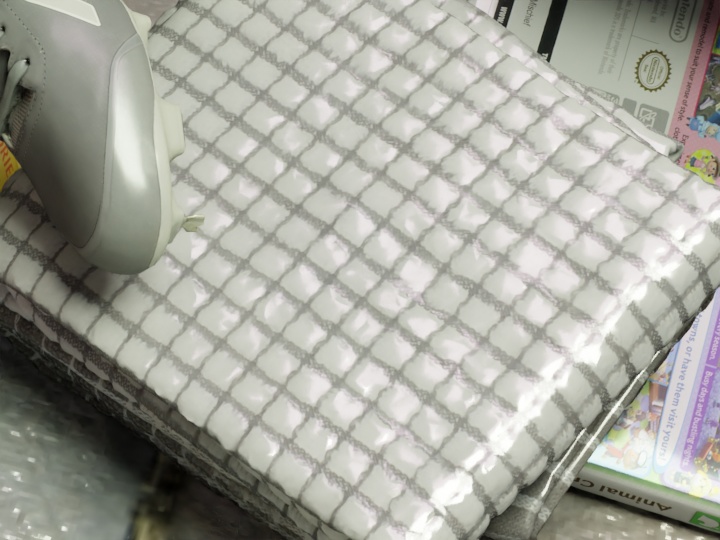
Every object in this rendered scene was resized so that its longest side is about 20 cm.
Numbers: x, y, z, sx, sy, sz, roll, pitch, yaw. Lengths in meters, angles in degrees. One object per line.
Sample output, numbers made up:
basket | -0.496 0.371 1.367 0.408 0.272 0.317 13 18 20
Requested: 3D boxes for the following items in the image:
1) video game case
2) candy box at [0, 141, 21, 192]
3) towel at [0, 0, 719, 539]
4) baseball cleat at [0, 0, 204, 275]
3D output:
video game case | 0.107 -0.017 0.852 0.182 0.022 0.200 18 67 0
candy box | -0.180 -0.021 0.753 0.056 0.117 0.200 -6 28 27
towel | 0.000 0.000 0.777 0.200 0.086 0.166 34 69 24
baseball cleat | -0.121 -0.078 0.734 0.106 0.070 0.200 -6 55 -28
